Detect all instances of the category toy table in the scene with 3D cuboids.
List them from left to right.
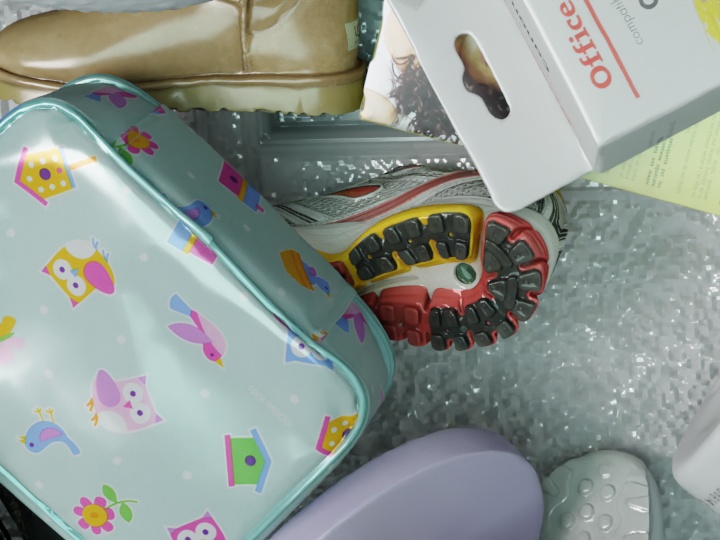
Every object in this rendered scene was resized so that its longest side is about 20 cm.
[{"bbox_3d":[0.021,0.172,1.138,0.184,0.117,0.200,29,99,-44],"label":"toy table"}]

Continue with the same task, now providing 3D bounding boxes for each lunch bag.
[{"bbox_3d":[-0.099,0.028,1.147,0.200,0.077,0.160,43,114,0],"label":"lunch bag"}]

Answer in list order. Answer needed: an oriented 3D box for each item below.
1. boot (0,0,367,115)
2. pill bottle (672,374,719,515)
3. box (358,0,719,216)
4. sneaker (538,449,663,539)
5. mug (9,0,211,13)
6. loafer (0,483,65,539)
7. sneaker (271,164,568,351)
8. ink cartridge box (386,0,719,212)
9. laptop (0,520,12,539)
[{"bbox_3d":[-0.075,-0.169,1.168,0.174,0.066,0.201,0,105,1],"label":"boot"},{"bbox_3d":[0.238,0.096,1.150,0.200,0.114,0.114,36,109,0],"label":"pill bottle"},{"bbox_3d":[0.104,-0.075,1.163,0.199,0.050,0.076,14,107,6],"label":"box"},{"bbox_3d":[0.098,0.178,1.228,0.076,0.080,0.201,12,89,35],"label":"sneaker"},{"bbox_3d":[-0.106,-0.197,1.059,0.174,0.147,0.201,14,79,-27],"label":"mug"},{"bbox_3d":[-0.130,0.092,1.254,0.072,0.073,0.201,-1,102,34],"label":"loafer"},{"bbox_3d":[0.000,0.000,1.196,0.199,0.082,0.078,-5,113,29],"label":"sneaker"},{"bbox_3d":[0.117,-0.118,1.097,0.199,0.068,0.117,-29,82,0],"label":"ink cartridge box"},{"bbox_3d":[-0.231,0.093,1.219,0.199,0.116,0.188,-24,99,31],"label":"laptop"}]
